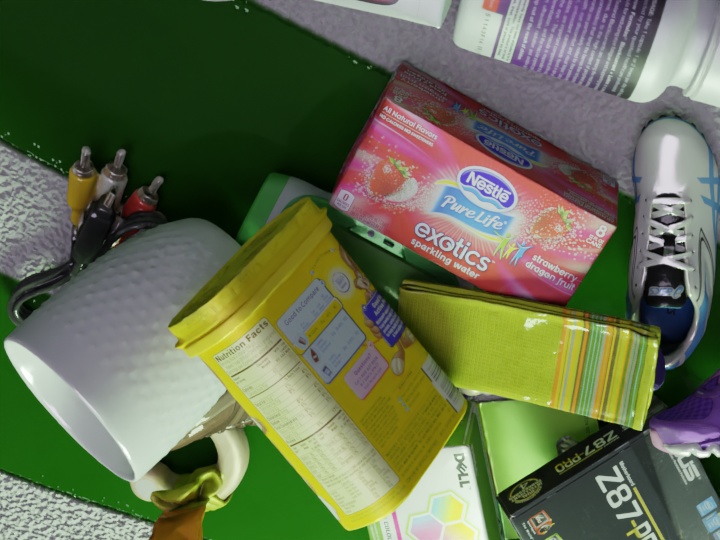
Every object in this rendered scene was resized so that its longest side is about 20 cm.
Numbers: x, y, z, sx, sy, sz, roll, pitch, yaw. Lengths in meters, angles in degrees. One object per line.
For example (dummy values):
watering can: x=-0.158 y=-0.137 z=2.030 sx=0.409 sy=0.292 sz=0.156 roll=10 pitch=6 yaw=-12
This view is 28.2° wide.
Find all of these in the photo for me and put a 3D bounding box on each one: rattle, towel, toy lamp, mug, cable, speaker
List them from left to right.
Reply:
cable: x=-0.228 y=-0.018 z=1.217 sx=0.096 sy=0.051 sz=0.200 roll=23 pitch=131 yaw=-19
mug: x=-0.173 y=0.049 z=1.130 sx=0.148 sy=0.175 sz=0.199 roll=54 pitch=157 yaw=-19
rattle: x=-0.172 y=0.142 z=1.217 sx=0.129 sy=0.143 sz=0.202 roll=19 pitch=125 yaw=22
speaker: x=0.000 y=0.000 z=1.142 sx=0.198 sy=0.089 sz=0.089 roll=28 pitch=117 yaw=-2
towel: x=0.122 y=0.063 z=1.076 sx=0.198 sy=0.018 sz=0.087 roll=11 pitch=118 yaw=15
toy lamp: x=0.144 y=0.083 z=1.134 sx=0.198 sy=0.058 sz=0.059 roll=-8 pitch=115 yaw=36

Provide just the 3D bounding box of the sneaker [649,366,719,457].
sneaker: x=0.311 y=0.078 z=1.110 sx=0.198 sy=0.081 sz=0.089 roll=-22 pitch=101 yaw=-3

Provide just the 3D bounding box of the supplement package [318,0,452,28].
supplement package: x=0.030 y=-0.288 z=0.961 sx=0.110 sy=0.156 sz=0.202 roll=13 pitch=116 yaw=5

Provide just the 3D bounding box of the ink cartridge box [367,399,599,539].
ink cartridge box: x=0.107 y=0.190 z=1.214 sx=0.198 sy=0.076 sz=0.149 roll=-7 pitch=113 yaw=16

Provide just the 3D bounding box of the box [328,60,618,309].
box: x=0.088 y=-0.059 z=1.090 sx=0.199 sy=0.096 sz=0.100 roll=29 pitch=116 yaw=-3

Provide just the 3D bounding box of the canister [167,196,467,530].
canister: x=-0.026 y=0.069 z=1.046 sx=0.201 sy=0.149 sz=0.086 roll=51 pitch=137 yaw=-10

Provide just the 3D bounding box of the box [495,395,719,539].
box: x=0.228 y=0.229 z=1.194 sx=0.160 sy=0.049 sz=0.201 roll=-31 pitch=109 yaw=-2

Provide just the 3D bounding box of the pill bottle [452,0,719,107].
pill bottle: x=0.172 y=-0.184 z=1.007 sx=0.198 sy=0.112 sz=0.112 roll=18 pitch=117 yaw=3

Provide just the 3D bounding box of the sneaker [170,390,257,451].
sneaker: x=-0.092 y=0.105 z=1.185 sx=0.199 sy=0.071 sz=0.076 roll=-33 pitch=122 yaw=-3

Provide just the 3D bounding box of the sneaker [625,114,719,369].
sneaker: x=0.238 y=-0.018 z=1.094 sx=0.071 sy=0.073 sz=0.202 roll=1 pitch=114 yaw=12
